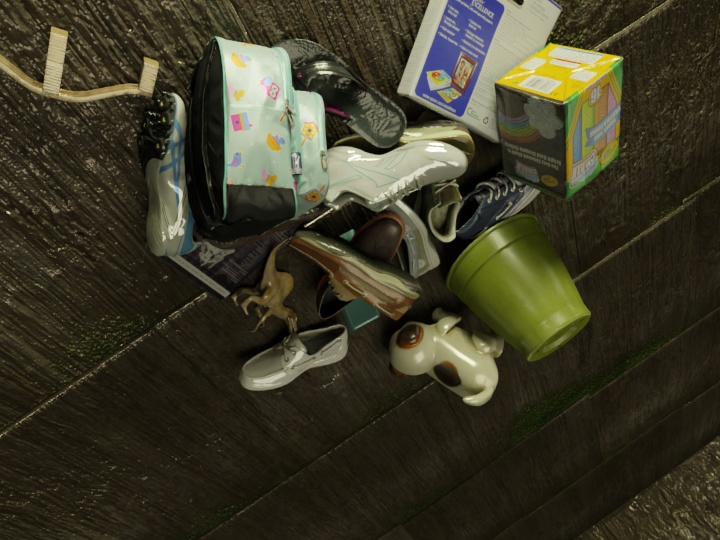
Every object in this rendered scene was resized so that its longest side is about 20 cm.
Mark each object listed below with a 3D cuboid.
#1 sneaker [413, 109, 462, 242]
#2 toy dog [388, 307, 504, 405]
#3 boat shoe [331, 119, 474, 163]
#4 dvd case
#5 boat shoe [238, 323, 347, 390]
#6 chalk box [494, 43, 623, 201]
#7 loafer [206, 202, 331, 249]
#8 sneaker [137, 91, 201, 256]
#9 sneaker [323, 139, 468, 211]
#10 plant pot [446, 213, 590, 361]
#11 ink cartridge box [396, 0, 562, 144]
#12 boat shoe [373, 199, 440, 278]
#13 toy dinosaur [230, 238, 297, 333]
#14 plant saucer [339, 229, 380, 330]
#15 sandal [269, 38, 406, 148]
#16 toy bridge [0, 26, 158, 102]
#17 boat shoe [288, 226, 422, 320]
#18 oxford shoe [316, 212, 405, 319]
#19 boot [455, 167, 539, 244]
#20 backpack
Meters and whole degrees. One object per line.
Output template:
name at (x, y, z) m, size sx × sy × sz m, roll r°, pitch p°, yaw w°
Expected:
sneaker at (0.125, -0.134, 0.824) m, size 0.066 × 0.090 × 0.202 m, roll -15°, pitch 129°, yaw -17°
toy dog at (0.148, 0.163, 1.004) m, size 0.197 × 0.195 × 0.141 m, roll 15°, pitch 136°, yaw 1°
boat shoe at (0.058, -0.173, 0.760) m, size 0.197 × 0.067 × 0.072 m, roll -3°, pitch 130°, yaw 8°
dvd case at (-0.177, -0.061, 0.763) m, size 0.200 × 0.016 × 0.149 m, roll -42°, pitch 133°, yaw 4°
boat shoe at (-0.110, 0.134, 0.906) m, size 0.198 × 0.071 × 0.070 m, roll -20°, pitch 140°, yaw -27°
chalk box at (0.286, -0.196, 0.780) m, size 0.123 × 0.124 × 0.201 m, roll -37°, pitch 135°, yaw -17°
loafer at (-0.123, -0.085, 0.731) m, size 0.198 × 0.071 × 0.074 m, roll -22°, pitch 88°, yaw -23°
sneaker at (-0.227, -0.115, 0.663) m, size 0.072 × 0.071 × 0.203 m, roll -17°, pitch 126°, yaw -44°
sneaker at (0.041, -0.116, 0.703) m, size 0.197 × 0.081 × 0.071 m, roll -4°, pitch 157°, yaw 11°
plant pot at (0.284, 0.042, 0.934) m, size 0.198 × 0.194 × 0.201 m, roll -26°, pitch 152°, yaw -15°
ink cartridge box at (0.165, -0.304, 0.746) m, size 0.196 × 0.047 × 0.203 m, roll 13°, pitch 103°, yaw -35°
boat shoe at (0.067, -0.056, 0.864) m, size 0.065 × 0.075 × 0.202 m, roll -39°, pitch 139°, yaw -3°
toy dinosaur at (-0.146, 0.030, 0.835) m, size 0.100 × 0.058 × 0.202 m, roll -32°, pitch 142°, yaw -24°
plant saucer at (-0.014, 0.025, 0.916) m, size 0.069 × 0.019 × 0.202 m, roll -26°, pitch 133°, yaw -9°
sandal at (-0.027, -0.221, 0.668) m, size 0.198 × 0.048 × 0.076 m, roll 25°, pitch 105°, yaw -15°
toy bridge at (-0.319, -0.216, 0.564) m, size 0.198 × 0.027 × 0.068 m, roll 8°, pitch 120°, yaw -32°
boat shoe at (-0.012, 0.009, 0.752) m, size 0.198 × 0.076 × 0.075 m, roll 27°, pitch 104°, yaw -8°
oxford shoe at (0.000, 0.000, 0.819) m, size 0.071 × 0.073 × 0.201 m, roll 32°, pitch 120°, yaw -12°
boot at (0.229, -0.127, 0.888) m, size 0.090 × 0.073 × 0.201 m, roll 12°, pitch 118°, yaw -51°
backpack at (-0.121, -0.147, 0.608) m, size 0.151 × 0.175 × 0.203 m, roll -9°, pitch 88°, yaw -24°
